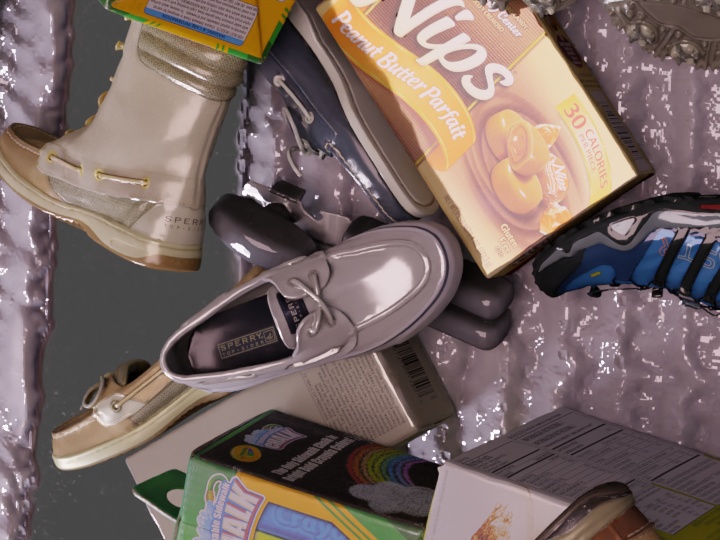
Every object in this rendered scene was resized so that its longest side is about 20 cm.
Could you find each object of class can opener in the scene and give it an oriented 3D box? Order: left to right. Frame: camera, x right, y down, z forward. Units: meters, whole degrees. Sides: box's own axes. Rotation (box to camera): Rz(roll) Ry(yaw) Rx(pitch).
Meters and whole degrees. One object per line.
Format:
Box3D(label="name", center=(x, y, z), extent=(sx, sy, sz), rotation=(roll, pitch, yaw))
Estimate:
Box3D(label="can opener", center=(0.000, 0.000, 1.738), extent=(0.199, 0.067, 0.053), rotation=(21, 135, 17))

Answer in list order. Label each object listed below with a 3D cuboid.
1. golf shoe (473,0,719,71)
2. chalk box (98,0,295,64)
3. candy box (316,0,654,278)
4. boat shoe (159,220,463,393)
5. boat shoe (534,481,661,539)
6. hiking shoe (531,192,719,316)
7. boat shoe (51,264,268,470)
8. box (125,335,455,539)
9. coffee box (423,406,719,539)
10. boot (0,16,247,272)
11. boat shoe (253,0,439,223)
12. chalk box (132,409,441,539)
Box3D(label="golf shoe", center=(0.163, -0.187, 1.635), extent=(0.199, 0.098, 0.078), rotation=(19, 143, -3))
Box3D(label="chalk box", center=(-0.121, -0.237, 1.706), extent=(0.124, 0.124, 0.200), rotation=(-62, 37, 16))
Box3D(label="candy box", center=(0.076, -0.110, 1.688), extent=(0.115, 0.055, 0.201), rotation=(-34, 82, 16))
Box3D(label="boat shoe", center=(-0.031, 0.028, 1.681), extent=(0.199, 0.065, 0.074), rotation=(-28, 80, 23))
Box3D(label="boat shoe", center=(0.091, 0.203, 1.499), extent=(0.074, 0.076, 0.200), rotation=(46, 113, 10))
Box3D(label="hiking shoe", center=(0.196, -0.005, 1.643), extent=(0.199, 0.074, 0.087), rotation=(-16, 89, 25))
Box3D(label="boat shoe", center=(-0.125, 0.065, 1.790), extent=(0.200, 0.073, 0.063), rotation=(-29, 96, 25))
Box3D(label="box", center=(-0.045, 0.107, 1.769), extent=(0.199, 0.068, 0.082), rotation=(-29, 84, 25))
Box3D(label="coffee box", center=(0.147, 0.215, 1.625), extent=(0.197, 0.200, 0.201), rotation=(18, 104, 21))
Box3D(label="boot", center=(-0.153, -0.101, 1.767), extent=(0.200, 0.072, 0.155), rotation=(29, 109, 44))
Box3D(label="boat shoe", center=(-0.024, -0.105, 1.728), extent=(0.062, 0.075, 0.200), rotation=(-39, 80, 22))
Box3D(label="chalk box", center=(-0.041, 0.168, 1.674), extent=(0.199, 0.125, 0.125), rotation=(16, 106, 20))
